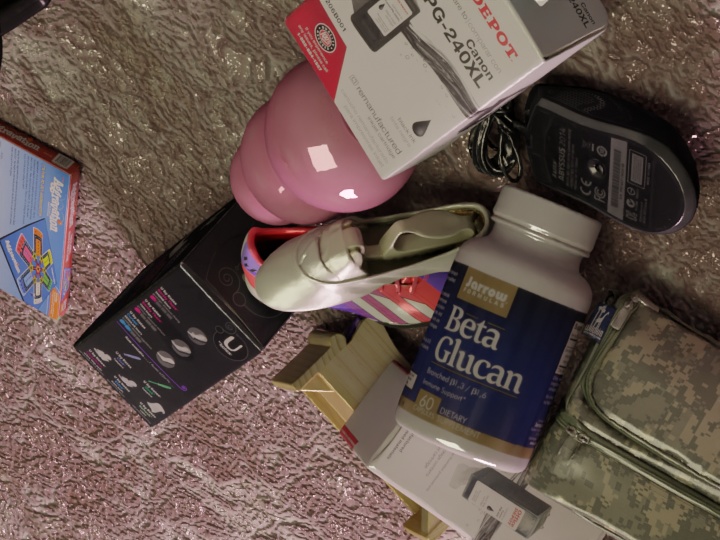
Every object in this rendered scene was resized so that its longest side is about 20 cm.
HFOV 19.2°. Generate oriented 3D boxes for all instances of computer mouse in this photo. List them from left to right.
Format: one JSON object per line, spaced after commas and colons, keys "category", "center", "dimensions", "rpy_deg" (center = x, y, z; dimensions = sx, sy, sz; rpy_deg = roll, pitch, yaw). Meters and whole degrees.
{"category": "computer mouse", "center": [0.172, -0.099, 1.562], "dimensions": [0.199, 0.053, 0.139], "rpy_deg": [30, 138, 27]}

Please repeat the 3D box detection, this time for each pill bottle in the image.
{"category": "pill bottle", "center": [0.110, 0.042, 1.617], "dimensions": [0.110, 0.201, 0.111], "rpy_deg": [21, -178, -1]}

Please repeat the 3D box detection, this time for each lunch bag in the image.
{"category": "lunch bag", "center": [0.242, 0.128, 1.643], "dimensions": [0.199, 0.139, 0.169], "rpy_deg": [30, 98, 9]}

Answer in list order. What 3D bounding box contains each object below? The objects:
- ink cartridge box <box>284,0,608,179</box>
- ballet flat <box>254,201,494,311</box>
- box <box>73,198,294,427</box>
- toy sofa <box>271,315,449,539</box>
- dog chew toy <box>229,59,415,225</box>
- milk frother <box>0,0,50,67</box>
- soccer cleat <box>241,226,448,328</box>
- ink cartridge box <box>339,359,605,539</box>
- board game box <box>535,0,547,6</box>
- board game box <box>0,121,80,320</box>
{"category": "ink cartridge box", "center": [0.058, -0.178, 1.511], "dimensions": [0.200, 0.083, 0.146], "rpy_deg": [-35, 86, 48]}
{"category": "ballet flat", "center": [0.013, -0.020, 1.662], "dimensions": [0.198, 0.070, 0.070], "rpy_deg": [-12, 131, -8]}
{"category": "box", "center": [-0.139, 0.033, 1.849], "dimensions": [0.106, 0.122, 0.200], "rpy_deg": [46, 139, -8]}
{"category": "toy sofa", "center": [0.025, 0.134, 1.861], "dimensions": [0.200, 0.098, 0.083], "rpy_deg": [48, 169, -11]}
{"category": "dog chew toy", "center": [-0.037, -0.092, 1.670], "dimensions": [0.125, 0.125, 0.200], "rpy_deg": [47, 147, -9]}
{"category": "milk frother", "center": [-0.366, -0.224, 1.727], "dimensions": [0.187, 0.200, 0.181], "rpy_deg": [-18, 119, 45]}
{"category": "soccer cleat", "center": [0.000, 0.000, 1.720], "dimensions": [0.198, 0.069, 0.073], "rpy_deg": [6, 154, 9]}
{"category": "ink cartridge box", "center": [0.094, 0.172, 1.758], "dimensions": [0.200, 0.085, 0.146], "rpy_deg": [38, 180, -13]}
{"category": "board game box", "center": [0.138, -0.293, 1.362], "dimensions": [0.151, 0.047, 0.200], "rpy_deg": [45, 120, -7]}
{"category": "board game box", "center": [-0.313, -0.047, 1.984], "dimensions": [0.103, 0.019, 0.201], "rpy_deg": [29, 138, 14]}
